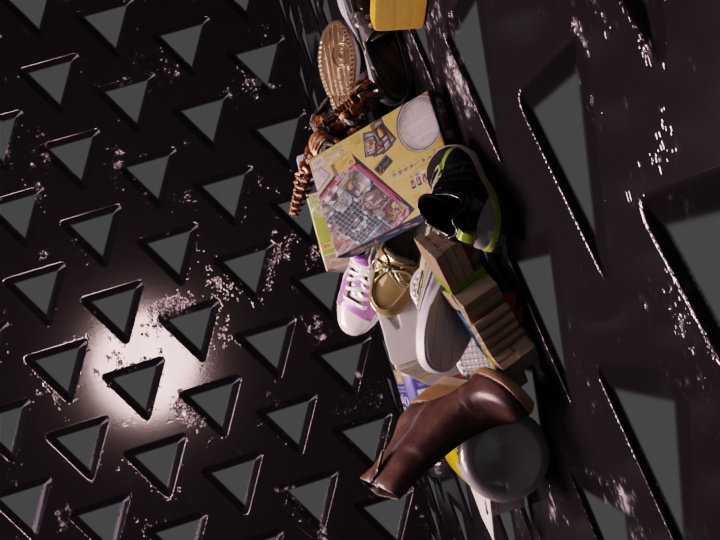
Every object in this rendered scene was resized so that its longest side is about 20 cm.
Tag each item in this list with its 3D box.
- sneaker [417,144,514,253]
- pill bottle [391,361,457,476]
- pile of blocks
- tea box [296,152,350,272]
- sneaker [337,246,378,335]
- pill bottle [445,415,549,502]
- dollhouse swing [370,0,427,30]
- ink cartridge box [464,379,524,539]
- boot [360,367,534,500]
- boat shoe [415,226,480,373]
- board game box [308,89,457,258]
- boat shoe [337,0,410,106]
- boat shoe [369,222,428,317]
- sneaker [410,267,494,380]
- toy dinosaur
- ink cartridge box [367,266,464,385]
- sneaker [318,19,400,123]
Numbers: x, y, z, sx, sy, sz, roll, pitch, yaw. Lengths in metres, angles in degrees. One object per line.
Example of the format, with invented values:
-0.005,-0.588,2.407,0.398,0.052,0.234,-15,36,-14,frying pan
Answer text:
0.097,-0.085,1.123,0.200,0.081,0.073,-122,39,-58,sneaker
0.128,0.230,1.722,0.112,0.110,0.203,175,79,-85,pill bottle
0.138,0.033,1.151,0.202,0.062,0.082,58,174,-9,pile of blocks
-0.004,-0.107,1.773,0.200,0.132,0.200,8,-114,-79,tea box
-0.001,0.000,1.444,0.114,0.072,0.203,-12,-57,-66,sneaker
0.161,0.217,1.299,0.200,0.107,0.111,159,95,-85,pill bottle
-0.032,-0.381,1.198,0.182,0.173,0.203,92,161,-74,dollhouse swing
0.182,0.264,1.476,0.201,0.066,0.118,-109,5,-48,ink cartridge box
0.094,0.190,1.153,0.072,0.167,0.199,46,159,-14,boot
0.099,0.024,1.226,0.062,0.071,0.203,-16,57,58,boat shoe
0.034,-0.115,1.288,0.034,0.198,0.138,1,-111,-54,board game box
0.025,-0.325,1.423,0.057,0.068,0.203,-161,49,-74,boat shoe
0.059,-0.038,1.317,0.073,0.203,0.063,30,-171,21,boat shoe
0.144,0.072,1.268,0.079,0.079,0.201,7,-139,-48,sneaker
-0.025,-0.158,1.411,0.135,0.202,0.102,37,-160,16,toy dinosaur
0.093,0.071,1.431,0.200,0.082,0.147,32,-141,-67,ink cartridge box
0.008,-0.259,1.501,0.108,0.069,0.203,-10,-95,-51,sneaker
